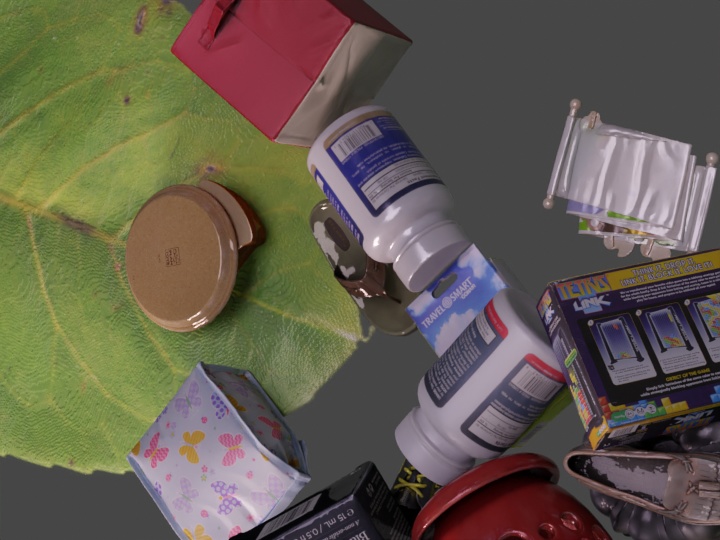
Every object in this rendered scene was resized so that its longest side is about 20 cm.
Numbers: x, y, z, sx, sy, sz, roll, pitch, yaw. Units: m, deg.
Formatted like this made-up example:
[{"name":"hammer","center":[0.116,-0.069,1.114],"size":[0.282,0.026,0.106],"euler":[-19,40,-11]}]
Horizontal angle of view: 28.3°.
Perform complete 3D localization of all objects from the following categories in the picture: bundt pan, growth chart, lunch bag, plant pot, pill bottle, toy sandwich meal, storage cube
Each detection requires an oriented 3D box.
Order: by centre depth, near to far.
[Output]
[{"name":"bundt pan","center":[0.316,0.196,1.473],"size":[0.201,0.076,0.203],"euler":[-3,84,30]},{"name":"plant pot","center":[0.164,0.305,1.491],"size":[0.200,0.200,0.183],"euler":[-42,58,21]},{"name":"pill bottle","center":[0.131,0.128,1.510],"size":[0.200,0.119,0.120],"euler":[-49,64,19]},{"name":"growth chart","center":[0.289,-0.089,1.545],"size":[0.199,0.018,0.146],"euler":[24,99,30]},{"name":"pill bottle","center":[0.037,-0.080,1.638],"size":[0.120,0.119,0.200],"euler":[-43,66,21]},{"name":"storage cube","center":[-0.077,-0.264,1.681],"size":[0.180,0.200,0.171],"euler":[42,106,20]},{"name":"lunch bag","center":[-0.161,0.240,1.731],"size":[0.170,0.127,0.200],"euler":[-53,54,14]},{"name":"toy sandwich meal","center":[-0.214,-0.022,1.819],"size":[0.204,0.070,0.207],"euler":[0,90,33]}]

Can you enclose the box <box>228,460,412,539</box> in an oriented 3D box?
[{"name":"box","center":[-0.026,0.348,1.540],"size":[0.196,0.117,0.201],"euler":[-31,94,14]}]

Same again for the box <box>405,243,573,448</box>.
[{"name":"box","center":[0.154,0.083,1.593],"size":[0.122,0.048,0.200],"euler":[-44,68,21]}]

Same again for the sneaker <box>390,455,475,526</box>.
[{"name":"sneaker","center":[0.077,0.235,1.608],"size":[0.074,0.084,0.201],"euler":[10,93,29]}]

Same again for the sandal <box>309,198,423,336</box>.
[{"name":"sandal","center":[-0.001,0.000,1.687],"size":[0.201,0.057,0.080],"euler":[48,111,18]}]

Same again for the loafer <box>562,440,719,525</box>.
[{"name":"loafer","center":[0.294,0.209,1.403],"size":[0.199,0.063,0.072],"euler":[8,89,31]}]

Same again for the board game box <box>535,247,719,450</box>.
[{"name":"board game box","center":[0.296,0.075,1.420],"size":[0.057,0.199,0.166],"euler":[105,150,-57]}]
